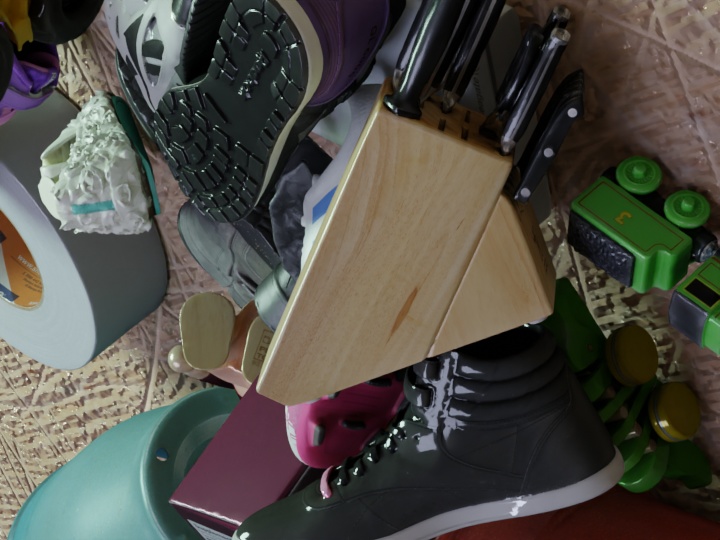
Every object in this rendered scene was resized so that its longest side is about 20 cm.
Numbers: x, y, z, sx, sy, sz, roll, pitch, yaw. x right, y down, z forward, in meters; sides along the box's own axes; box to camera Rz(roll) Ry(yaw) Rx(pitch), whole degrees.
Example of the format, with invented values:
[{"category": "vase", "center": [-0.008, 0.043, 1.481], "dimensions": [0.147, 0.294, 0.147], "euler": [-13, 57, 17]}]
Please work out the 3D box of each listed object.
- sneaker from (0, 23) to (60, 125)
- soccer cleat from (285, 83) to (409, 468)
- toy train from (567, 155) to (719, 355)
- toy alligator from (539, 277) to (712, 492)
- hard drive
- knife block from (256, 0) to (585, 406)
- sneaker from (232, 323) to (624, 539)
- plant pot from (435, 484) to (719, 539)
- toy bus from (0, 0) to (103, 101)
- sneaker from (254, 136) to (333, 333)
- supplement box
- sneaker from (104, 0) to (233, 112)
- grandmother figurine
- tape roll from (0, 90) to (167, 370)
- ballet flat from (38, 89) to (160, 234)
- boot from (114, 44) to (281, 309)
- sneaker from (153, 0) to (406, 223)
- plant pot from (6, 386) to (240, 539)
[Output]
[{"category": "sneaker", "center": [-0.224, -0.111, 1.767], "dimensions": [0.088, 0.080, 0.201], "euler": [24, 112, 13]}, {"category": "soccer cleat", "center": [0.000, 0.000, 1.513], "dimensions": [0.086, 0.070, 0.200], "euler": [38, 116, 43]}, {"category": "toy train", "center": [0.179, 0.016, 1.392], "dimensions": [0.200, 0.056, 0.042], "euler": [37, 150, 25]}, {"category": "toy alligator", "center": [0.110, 0.050, 1.507], "dimensions": [0.059, 0.054, 0.200], "euler": [-20, 118, 42]}, {"category": "hard drive", "center": [0.009, -0.107, 1.530], "dimensions": [0.200, 0.027, 0.132], "euler": [27, 144, 38]}, {"category": "knife block", "center": [0.018, -0.049, 1.409], "dimensions": [0.064, 0.199, 0.176], "euler": [-73, -39, -72]}, {"category": "sneaker", "center": [0.022, 0.081, 1.478], "dimensions": [0.071, 0.199, 0.099], "euler": [-80, -28, -71]}, {"category": "plant pot", "center": [0.158, 0.206, 1.529], "dimensions": [0.195, 0.201, 0.201], "euler": [10, 133, 40]}, {"category": "toy bus", "center": [-0.229, -0.196, 1.595], "dimensions": [0.135, 0.200, 0.192], "euler": [23, 138, 22]}, {"category": "sneaker", "center": [0.023, 0.015, 1.605], "dimensions": [0.200, 0.060, 0.104], "euler": [31, 123, -15]}, {"category": "supplement box", "center": [0.004, 0.148, 1.624], "dimensions": [0.086, 0.110, 0.200], "euler": [14, 151, 49]}, {"category": "sneaker", "center": [-0.095, -0.141, 1.537], "dimensions": [0.089, 0.074, 0.200], "euler": [46, 154, 11]}, {"category": "grandmother figurine", "center": [-0.048, 0.061, 1.727], "dimensions": [0.121, 0.061, 0.200], "euler": [25, 171, 11]}, {"category": "tape roll", "center": [-0.214, -0.036, 1.912], "dimensions": [0.200, 0.066, 0.201], "euler": [37, 150, 26]}, {"category": "ballet flat", "center": [-0.153, -0.059, 1.705], "dimensions": [0.072, 0.072, 0.200], "euler": [57, -179, -11]}, {"category": "boot", "center": [-0.085, -0.049, 1.703], "dimensions": [0.200, 0.070, 0.132], "euler": [56, 158, 1]}, {"category": "sneaker", "center": [-0.033, -0.089, 1.485], "dimensions": [0.076, 0.087, 0.200], "euler": [57, 150, 7]}, {"category": "plant pot", "center": [-0.101, 0.169, 1.868], "dimensions": [0.200, 0.200, 0.188], "euler": [49, 145, 4]}]
